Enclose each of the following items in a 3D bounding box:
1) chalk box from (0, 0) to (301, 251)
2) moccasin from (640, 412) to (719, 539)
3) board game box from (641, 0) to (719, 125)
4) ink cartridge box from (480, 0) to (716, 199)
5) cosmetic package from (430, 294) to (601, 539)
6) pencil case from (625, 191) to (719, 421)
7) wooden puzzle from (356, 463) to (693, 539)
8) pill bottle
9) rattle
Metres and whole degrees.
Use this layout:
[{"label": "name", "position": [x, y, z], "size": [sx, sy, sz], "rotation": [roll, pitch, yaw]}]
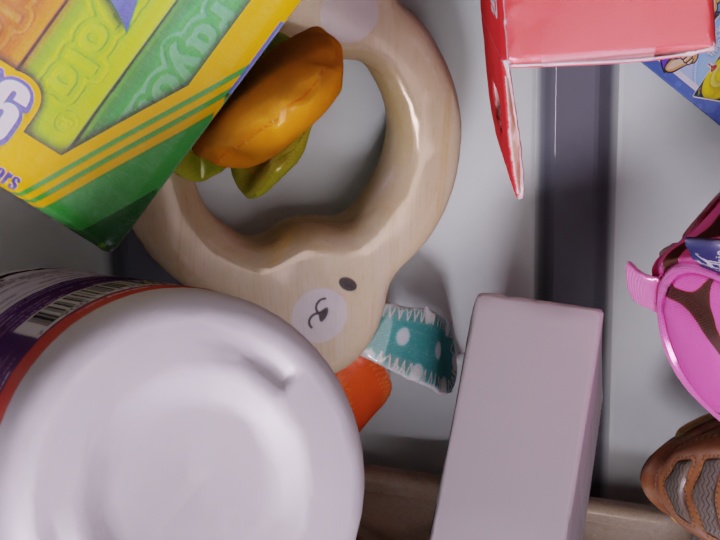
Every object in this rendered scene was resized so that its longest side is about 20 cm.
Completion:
[{"label": "chalk box", "position": [-0.075, -0.135, 0.692], "size": [0.124, 0.124, 0.201], "rotation": [31, 104, -29]}, {"label": "moccasin", "position": [0.200, 0.074, 0.916], "size": [0.200, 0.077, 0.074], "rotation": [-14, 105, -32]}, {"label": "board game box", "position": [0.157, -0.157, 0.807], "size": [0.135, 0.035, 0.200], "rotation": [33, 103, -29]}, {"label": "ink cartridge box", "position": [0.069, -0.133, 0.713], "size": [0.067, 0.116, 0.202], "rotation": [-4, 104, 1]}, {"label": "cosmetic package", "position": [0.048, 0.118, 0.810], "size": [0.050, 0.202, 0.083], "rotation": [7, 154, 11]}, {"label": "pencil case", "position": [0.190, -0.028, 0.822], "size": [0.200, 0.093, 0.091], "rotation": [-39, 139, -28]}, {"label": "wooden puzzle", "position": [0.029, 0.171, 0.920], "size": [0.198, 0.046, 0.187], "rotation": [7, 116, -21]}, {"label": "pill bottle", "position": [-0.089, 0.057, 0.723], "size": [0.110, 0.200, 0.113], "rotation": [-1, 93, -26]}, {"label": "rattle", "position": [0.000, 0.000, 0.780], "size": [0.129, 0.143, 0.202], "rotation": [-24, 116, -26]}]
